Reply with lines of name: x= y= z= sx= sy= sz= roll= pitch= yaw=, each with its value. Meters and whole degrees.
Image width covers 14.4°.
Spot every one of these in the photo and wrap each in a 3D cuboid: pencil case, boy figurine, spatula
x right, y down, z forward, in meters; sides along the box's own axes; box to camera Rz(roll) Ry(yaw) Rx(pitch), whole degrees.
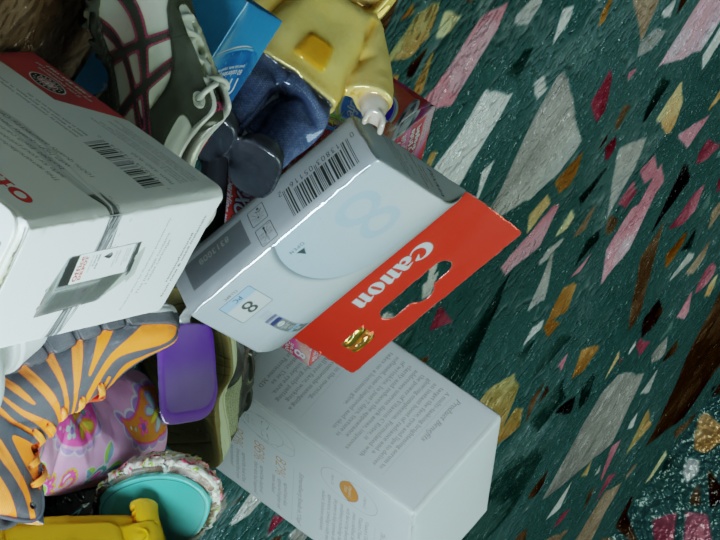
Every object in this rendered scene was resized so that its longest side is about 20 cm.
pencil case: x=-0.196 y=0.101 z=1.783 sx=0.087 sy=0.087 sz=0.200 roll=-60 pitch=162 yaw=12
boy figurine: x=-0.027 y=-0.134 z=1.747 sx=0.200 sy=0.124 sz=0.064 roll=-53 pitch=-179 yaw=-30
spatula: x=-0.102 y=-0.001 z=1.845 sx=0.056 sy=0.021 sz=0.200 roll=-4 pitch=107 yaw=-51

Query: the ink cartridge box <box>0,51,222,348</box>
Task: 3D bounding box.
ink cartridge box: x=-0.187 y=-0.038 z=1.460 sx=0.083 sy=0.147 sz=0.200 roll=-60 pitch=161 yaw=19

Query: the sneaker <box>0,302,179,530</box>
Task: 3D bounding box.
sneaker: x=-0.185 y=0.088 z=1.652 sx=0.200 sy=0.112 sz=0.078 roll=-18 pitch=176 yaw=-25

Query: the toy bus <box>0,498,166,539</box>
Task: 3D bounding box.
toy bus: x=-0.147 y=0.232 z=1.768 sx=0.192 sy=0.136 sz=0.200 roll=-10 pitch=141 yaw=-4

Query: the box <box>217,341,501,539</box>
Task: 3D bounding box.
box: x=-0.010 y=0.123 z=2.104 sx=0.106 sy=0.200 sz=0.152 roll=-47 pitch=161 yaw=-26

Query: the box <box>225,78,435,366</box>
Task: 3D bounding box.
box: x=-0.030 y=-0.047 z=1.921 sx=0.095 sy=0.100 sz=0.200 roll=-42 pitch=158 yaw=-37

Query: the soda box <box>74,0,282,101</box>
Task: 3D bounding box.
soda box: x=-0.132 y=-0.082 z=1.649 sx=0.200 sy=0.068 sz=0.064 roll=-58 pitch=162 yaw=5

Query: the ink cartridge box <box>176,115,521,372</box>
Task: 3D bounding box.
ink cartridge box: x=0.000 y=0.000 z=1.844 sx=0.160 sy=0.047 sz=0.200 roll=-40 pitch=139 yaw=16

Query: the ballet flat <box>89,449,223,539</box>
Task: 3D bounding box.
ballet flat: x=-0.137 y=0.153 z=1.810 sx=0.200 sy=0.076 sz=0.064 roll=-47 pitch=-167 yaw=49

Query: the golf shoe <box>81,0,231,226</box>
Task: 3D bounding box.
golf shoe: x=-0.108 y=-0.118 z=1.572 sx=0.077 sy=0.088 sz=0.200 roll=-21 pitch=120 yaw=-70

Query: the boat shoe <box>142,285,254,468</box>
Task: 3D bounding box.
boat shoe: x=-0.107 y=0.057 z=1.967 sx=0.201 sy=0.072 sz=0.066 roll=92 pitch=23 yaw=-52

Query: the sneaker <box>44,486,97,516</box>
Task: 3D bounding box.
sneaker: x=-0.205 y=0.163 z=1.880 sx=0.200 sy=0.075 sz=0.079 roll=-41 pitch=155 yaw=-38

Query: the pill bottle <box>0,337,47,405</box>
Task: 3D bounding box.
pill bottle: x=-0.259 y=0.062 z=1.504 sx=0.200 sy=0.113 sz=0.113 roll=-42 pitch=157 yaw=-36
